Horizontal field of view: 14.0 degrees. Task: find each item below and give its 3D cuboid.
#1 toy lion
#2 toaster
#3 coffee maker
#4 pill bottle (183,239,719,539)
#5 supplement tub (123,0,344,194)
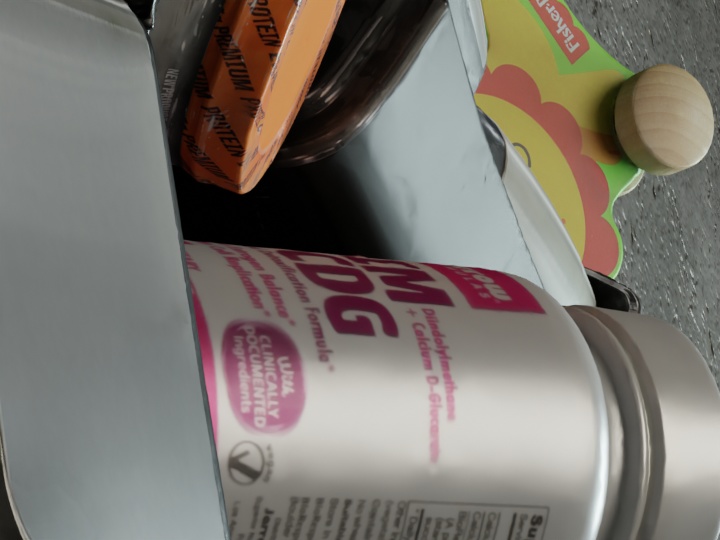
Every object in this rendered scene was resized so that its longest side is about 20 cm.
[{"bbox_3d":[0.047,-0.060,1.237,0.192,0.069,0.200,-41,101,-36],"label":"toy lion"},{"bbox_3d":[-0.135,0.015,0.723,0.119,0.180,0.201,21,57,-65],"label":"toaster"},{"bbox_3d":[0.000,0.000,0.964,0.193,0.134,0.200,-83,155,-44],"label":"coffee maker"},{"bbox_3d":[-0.001,0.052,0.844,0.199,0.113,0.114,5,66,-32],"label":"pill bottle"},{"bbox_3d":[-0.105,-0.103,0.837,0.123,0.199,0.123,23,90,-86],"label":"supplement tub"}]
